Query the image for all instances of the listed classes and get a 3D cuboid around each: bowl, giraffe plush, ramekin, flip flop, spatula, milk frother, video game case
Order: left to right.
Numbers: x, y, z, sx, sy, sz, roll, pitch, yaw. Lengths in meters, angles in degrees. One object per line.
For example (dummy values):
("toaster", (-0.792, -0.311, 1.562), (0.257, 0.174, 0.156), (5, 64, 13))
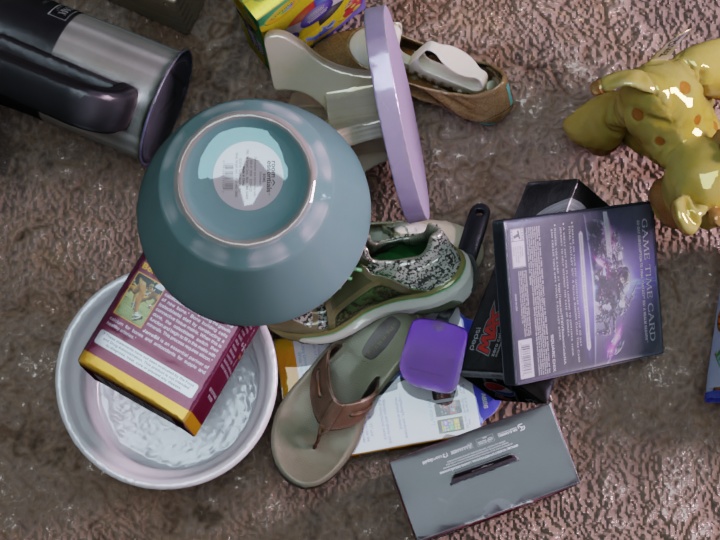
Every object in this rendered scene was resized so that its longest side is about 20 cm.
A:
("milk frother", (-0.284, -0.137, 1.758), (0.188, 0.181, 0.200), (22, 124, 7))
("ramekin", (-0.171, 0.103, 1.714), (0.200, 0.098, 0.201), (0, 79, 2))
("bowl", (-0.092, -0.061, 1.554), (0.200, 0.105, 0.202), (0, 77, 2))
("flip flop", (-0.012, 0.104, 1.687), (0.081, 0.058, 0.200), (37, 82, 6))
("spatula", (0.085, 0.020, 1.708), (0.056, 0.021, 0.200), (12, 57, 13))
("video game case", (0.197, 0.018, 1.674), (0.200, 0.019, 0.143), (-8, 95, -42))
("giraffe plush", (0.295, -0.108, 1.680), (0.172, 0.200, 0.163), (-24, 81, -3))

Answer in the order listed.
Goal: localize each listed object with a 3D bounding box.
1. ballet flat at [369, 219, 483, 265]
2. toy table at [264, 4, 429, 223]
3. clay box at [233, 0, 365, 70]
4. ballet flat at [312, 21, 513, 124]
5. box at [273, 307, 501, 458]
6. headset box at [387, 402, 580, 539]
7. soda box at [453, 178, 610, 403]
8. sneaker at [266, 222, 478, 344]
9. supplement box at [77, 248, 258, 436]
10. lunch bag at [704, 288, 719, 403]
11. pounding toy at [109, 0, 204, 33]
("ballet flat", (0.015, -0.017, 1.744), (0.199, 0.069, 0.070), (-2, 80, 2))
("toy table", (-0.013, -0.132, 1.701), (0.117, 0.184, 0.201), (-9, 100, 8))
("clay box", (-0.056, -0.255, 1.721), (0.115, 0.200, 0.048), (-38, 81, -4))
("ballet flat", (0.051, -0.195, 1.767), (0.199, 0.072, 0.068), (21, 62, 7))
("box", (0.027, 0.107, 1.735), (0.199, 0.041, 0.119), (-9, 80, -2))
("headset box", (0.105, 0.179, 1.636), (0.148, 0.200, 0.077), (-20, 80, 0))
("soda box", (0.160, 0.018, 1.701), (0.063, 0.071, 0.201), (35, 68, -34))
("sneaker", (0.000, 0.000, 1.675), (0.199, 0.089, 0.077), (-17, 43, 9))
("supplement box", (-0.143, 0.027, 1.631), (0.110, 0.086, 0.200), (29, 79, 8))
("lunch bag", (0.430, 0.053, 1.689), (0.199, 0.124, 0.171), (13, 81, -9))
("pounding toy", (-0.211, -0.366, 1.776), (0.184, 0.142, 0.201), (24, 82, 6))
